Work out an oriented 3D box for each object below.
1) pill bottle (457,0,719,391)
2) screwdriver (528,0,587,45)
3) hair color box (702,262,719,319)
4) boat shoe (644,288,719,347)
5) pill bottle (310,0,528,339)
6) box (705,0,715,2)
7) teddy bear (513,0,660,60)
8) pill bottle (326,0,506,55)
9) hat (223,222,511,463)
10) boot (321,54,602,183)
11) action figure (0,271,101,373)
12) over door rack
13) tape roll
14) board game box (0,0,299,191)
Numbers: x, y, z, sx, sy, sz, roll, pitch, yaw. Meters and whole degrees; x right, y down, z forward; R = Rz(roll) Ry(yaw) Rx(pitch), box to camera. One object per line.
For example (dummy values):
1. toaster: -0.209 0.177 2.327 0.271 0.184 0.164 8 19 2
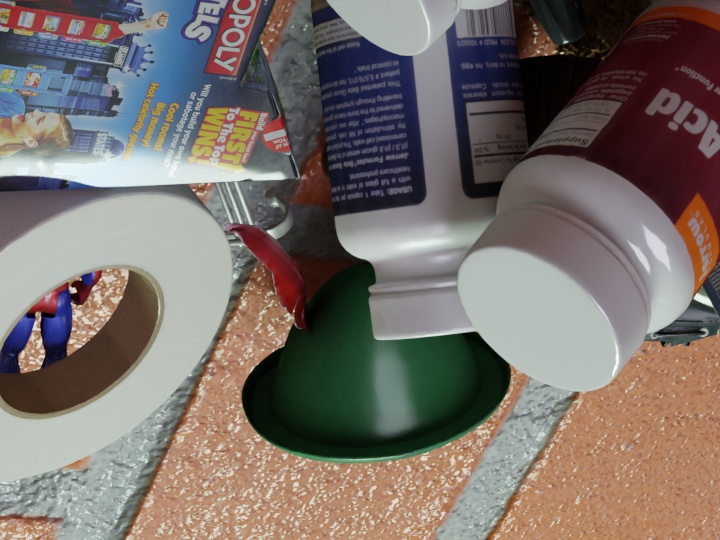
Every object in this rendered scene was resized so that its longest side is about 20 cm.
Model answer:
1. pill bottle: 0.141 -0.040 1.109 0.200 0.113 0.115 -50 146 -31
2. screwdriver: 0.073 -0.206 1.150 0.029 0.028 0.201 -39 118 -13
3. hair color box: 0.243 -0.004 1.316 0.060 0.201 0.100 -36 135 14
4. boat shoe: 0.197 0.019 1.411 0.198 0.075 0.066 1 133 -22
5. pill bottle: 0.036 -0.067 1.167 0.110 0.111 0.202 -6 90 -17
6. box: 0.247 -0.169 1.176 0.140 0.079 0.201 -26 125 6
7. teddy bear: 0.170 -0.162 1.246 0.198 0.067 0.146 11 122 -21
8. pill bottle: 0.065 -0.203 1.065 0.200 0.112 0.113 -47 140 -20
9. hat: 0.000 0.000 1.257 0.164 0.200 0.178 -12 115 -7
10. boot: 0.094 -0.045 1.288 0.198 0.073 0.155 -12 140 19
11. action figure: -0.181 0.018 1.208 0.065 0.052 0.201 4 132 -16
12. over door rack: -0.151 -0.067 1.204 0.198 0.067 0.148 -11 136 8
13. tape roll: -0.160 0.028 1.158 0.202 0.037 0.204 -28 144 -22
14. board game box: -0.109 -0.115 1.058 0.198 0.062 0.201 7 133 -23
